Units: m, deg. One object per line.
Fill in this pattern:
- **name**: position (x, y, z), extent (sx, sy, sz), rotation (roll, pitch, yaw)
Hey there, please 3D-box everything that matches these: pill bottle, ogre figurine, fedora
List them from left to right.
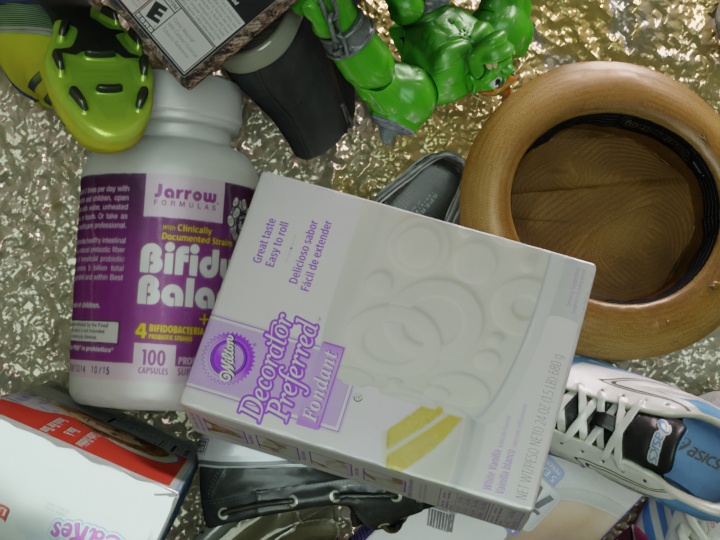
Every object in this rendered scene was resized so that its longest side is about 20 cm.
- **pill bottle**: position (-0.119, -0.016, 0.786), extent (0.111, 0.112, 0.202), rotation (3, 86, -3)
- **ogre figurine**: position (0.051, -0.164, 0.796), extent (0.097, 0.200, 0.121), rotation (4, 128, 30)
- **fedora**: position (0.152, -0.034, 0.814), extent (0.199, 0.082, 0.203), rotation (2, 81, -12)

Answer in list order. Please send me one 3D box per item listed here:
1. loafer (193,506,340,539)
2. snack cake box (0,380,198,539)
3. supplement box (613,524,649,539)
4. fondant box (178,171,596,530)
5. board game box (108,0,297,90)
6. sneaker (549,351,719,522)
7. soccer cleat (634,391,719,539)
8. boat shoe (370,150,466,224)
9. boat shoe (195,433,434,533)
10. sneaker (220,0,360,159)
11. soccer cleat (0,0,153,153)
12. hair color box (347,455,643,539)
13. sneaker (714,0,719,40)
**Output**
- **loafer**: position (-0.044, 0.158, 0.805), extent (0.200, 0.075, 0.070), rotation (-44, 87, -4)
- **snack cake box**: position (-0.160, 0.121, 0.737), extent (0.114, 0.200, 0.068), rotation (25, 87, -2)
- **supplement box**: position (0.141, 0.278, 0.770), extent (0.131, 0.103, 0.200), rotation (43, 107, 0)
- **fondant box**: position (0.017, 0.044, 0.713), extent (0.198, 0.058, 0.145), rotation (15, 71, 8)
- **board game box**: position (-0.078, -0.233, 0.701), extent (0.200, 0.097, 0.160), rotation (-39, 130, 2)
- **sneaker**: position (0.152, 0.091, 0.753), extent (0.198, 0.072, 0.072), rotation (19, 82, 10)
- **soccer cleat**: position (0.209, 0.174, 0.813), extent (0.069, 0.086, 0.202), rotation (16, 88, -3)
- **boat shoe**: position (0.000, 0.000, 0.810), extent (0.072, 0.071, 0.201), rotation (33, 83, 9)
- **boat shoe**: position (0.002, 0.126, 0.753), extent (0.198, 0.069, 0.057), rotation (2, 81, -1)
- **sneaker**: position (-0.028, -0.176, 0.826), extent (0.074, 0.106, 0.201), rotation (7, 59, 30)
- **soccer cleat**: position (-0.177, -0.122, 0.767), extent (0.064, 0.084, 0.200), rotation (-9, 44, -31)
- **hair color box**: position (0.075, 0.169, 0.818), extent (0.109, 0.065, 0.200), rotation (45, 88, 0)
- **sneaker**: position (0.325, -0.204, 0.835), extent (0.199, 0.080, 0.071), rotation (-29, 92, -2)
